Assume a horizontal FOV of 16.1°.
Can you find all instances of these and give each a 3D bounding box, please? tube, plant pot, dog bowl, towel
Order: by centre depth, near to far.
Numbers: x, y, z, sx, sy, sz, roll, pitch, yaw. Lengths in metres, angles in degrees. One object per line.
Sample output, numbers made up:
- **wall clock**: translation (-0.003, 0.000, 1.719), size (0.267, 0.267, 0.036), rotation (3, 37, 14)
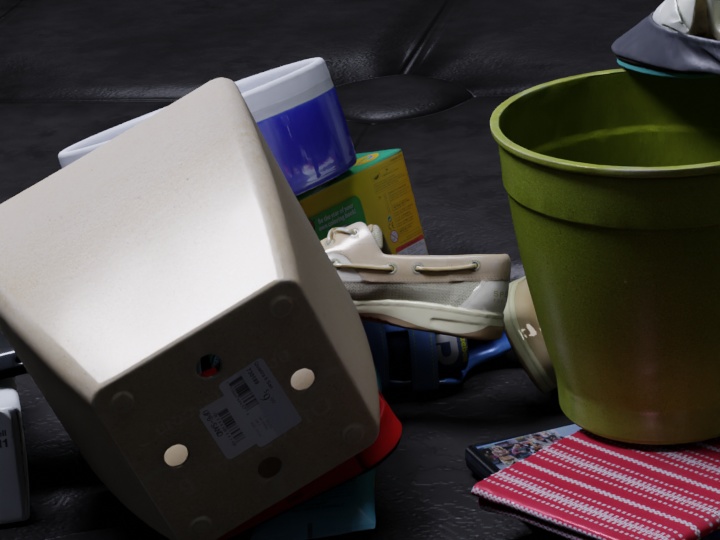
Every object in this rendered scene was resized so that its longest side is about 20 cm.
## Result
- **plant pot**: translation (-0.098, 0.044, 1.512), size (0.200, 0.200, 0.177), rotation (-30, 35, -3)
- **towel**: translation (0.184, 0.122, 1.537), size (0.200, 0.023, 0.144), rotation (-22, 27, -40)
- **plant pot**: translation (0.184, -0.004, 1.564), size (0.200, 0.193, 0.200), rotation (-4, 21, 1)
- **tube**: translation (-0.020, 0.116, 1.619), size (0.077, 0.050, 0.200), rotation (-14, 22, 12)
- **dog bowl**: translation (-0.106, -0.080, 1.795), size (0.200, 0.079, 0.200), rotation (-20, 8, 3)

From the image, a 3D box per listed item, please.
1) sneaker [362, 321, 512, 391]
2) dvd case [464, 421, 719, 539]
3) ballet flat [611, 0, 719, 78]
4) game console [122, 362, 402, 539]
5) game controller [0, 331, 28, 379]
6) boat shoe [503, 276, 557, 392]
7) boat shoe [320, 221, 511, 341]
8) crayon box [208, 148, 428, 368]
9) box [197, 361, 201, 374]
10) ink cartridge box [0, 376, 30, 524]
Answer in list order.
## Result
- **sneaker**: translation (0.025, 0.047, 1.756), size (0.200, 0.074, 0.082), rotation (-19, 27, -31)
- **dvd case**: translation (0.167, 0.136, 1.561), size (0.142, 0.018, 0.200), rotation (-12, 22, -18)
- **ballet flat**: translation (0.232, -0.145, 1.558), size (0.073, 0.073, 0.200), rotation (-18, 25, -33)
- **game console**: translation (-0.072, 0.106, 1.611), size (0.177, 0.031, 0.200), rotation (-30, 23, -2)
- **game controller**: translation (-0.192, 0.029, 1.647), size (0.200, 0.042, 0.104), rotation (-14, 37, -6)
- **boat shoe**: translation (0.146, 0.022, 1.771), size (0.063, 0.073, 0.200), rotation (-26, 13, 21)
- **boat shoe**: translation (0.000, 0.000, 1.686), size (0.200, 0.065, 0.072), rotation (10, 4, 9)
- **crayon box**: translation (-0.034, -0.001, 1.816), size (0.058, 0.119, 0.200), rotation (-4, 16, 40)
- **box**: translation (-0.145, 0.040, 1.792), size (0.049, 0.082, 0.200), rotation (-8, 20, -8)
- **ink cartridge box**: translation (-0.295, 0.098, 1.667), size (0.146, 0.083, 0.200), rotation (-7, 20, -8)
